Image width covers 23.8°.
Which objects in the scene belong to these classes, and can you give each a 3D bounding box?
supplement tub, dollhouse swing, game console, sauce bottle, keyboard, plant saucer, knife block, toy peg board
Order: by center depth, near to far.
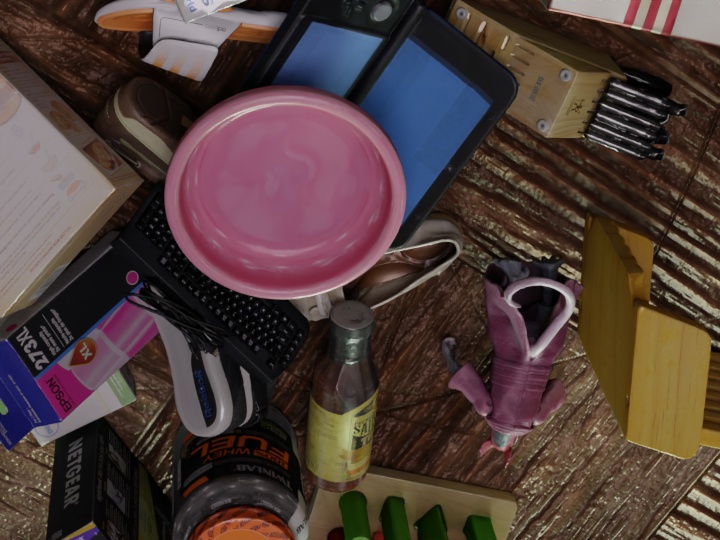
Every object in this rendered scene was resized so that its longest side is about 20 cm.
[{"bbox_3d":[-0.063,-0.070,1.425,0.200,0.051,0.201,-2,123,-3],"label":"plant saucer"},{"bbox_3d":[0.000,-0.129,1.432,0.171,0.118,0.200,6,129,-46],"label":"game console"},{"bbox_3d":[-0.124,0.022,1.464,0.200,0.040,0.104,44,64,-24],"label":"keyboard"},{"bbox_3d":[0.182,-0.166,1.496,0.200,0.175,0.064,36,112,28],"label":"knife block"},{"bbox_3d":[0.302,0.057,1.526,0.175,0.200,0.182,-1,115,-5],"label":"dollhouse swing"},{"bbox_3d":[-0.111,0.211,1.553,0.122,0.200,0.123,-3,115,-6],"label":"supplement tub"},{"bbox_3d":[-0.016,0.117,1.571,0.066,0.066,0.200,0,131,-6],"label":"sauce bottle"},{"bbox_3d":[0.038,0.309,1.672,0.200,0.098,0.199,13,113,-11],"label":"toy peg board"}]

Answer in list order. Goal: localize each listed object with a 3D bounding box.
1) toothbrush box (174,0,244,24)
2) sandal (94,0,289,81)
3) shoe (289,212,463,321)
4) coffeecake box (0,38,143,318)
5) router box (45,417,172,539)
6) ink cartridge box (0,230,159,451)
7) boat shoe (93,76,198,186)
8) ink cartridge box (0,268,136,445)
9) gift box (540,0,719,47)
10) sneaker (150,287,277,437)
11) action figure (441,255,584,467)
[{"bbox_3d":[-0.064,-0.287,1.356,0.200,0.146,0.085,-20,115,2],"label":"toothbrush box"},{"bbox_3d":[-0.119,-0.189,1.426,0.206,0.079,0.059,5,84,-10],"label":"sandal"},{"bbox_3d":[0.000,0.000,1.547,0.200,0.053,0.070,-21,116,3],"label":"shoe"},{"bbox_3d":[-0.310,-0.088,1.424,0.200,0.073,0.154,45,105,2],"label":"coffeecake box"},{"bbox_3d":[-0.218,0.242,1.556,0.052,0.200,0.157,-30,114,7],"label":"router box"},{"bbox_3d":[-0.256,0.061,1.497,0.200,0.037,0.095,-43,119,-27],"label":"ink cartridge box"},{"bbox_3d":[-0.146,-0.088,1.492,0.075,0.075,0.202,-30,120,36],"label":"boat shoe"},{"bbox_3d":[-0.326,0.097,1.562,0.200,0.048,0.146,-26,116,4],"label":"ink cartridge box"},{"bbox_3d":[0.229,-0.300,1.360,0.184,0.187,0.200,5,115,-9],"label":"gift box"},{"bbox_3d":[-0.129,0.046,1.549,0.073,0.112,0.200,-7,89,31],"label":"sneaker"},{"bbox_3d":[0.155,0.089,1.563,0.134,0.149,0.200,7,100,-16],"label":"action figure"}]
